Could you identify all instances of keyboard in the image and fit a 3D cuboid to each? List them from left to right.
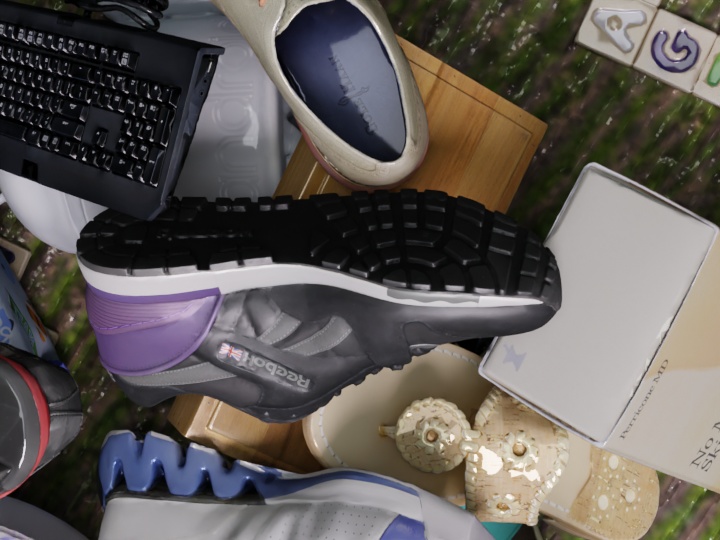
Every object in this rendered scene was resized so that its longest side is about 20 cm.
[{"bbox_3d":[-0.139,-0.093,0.670,0.199,0.039,0.105,18,89,44],"label":"keyboard"}]

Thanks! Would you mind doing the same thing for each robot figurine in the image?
[{"bbox_3d":[-0.096,-0.067,0.757,0.197,0.113,0.172,-3,75,5],"label":"robot figurine"}]

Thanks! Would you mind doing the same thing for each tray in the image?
[{"bbox_3d":[0.000,0.000,0.706,0.098,0.037,0.202,26,90,-24],"label":"tray"}]

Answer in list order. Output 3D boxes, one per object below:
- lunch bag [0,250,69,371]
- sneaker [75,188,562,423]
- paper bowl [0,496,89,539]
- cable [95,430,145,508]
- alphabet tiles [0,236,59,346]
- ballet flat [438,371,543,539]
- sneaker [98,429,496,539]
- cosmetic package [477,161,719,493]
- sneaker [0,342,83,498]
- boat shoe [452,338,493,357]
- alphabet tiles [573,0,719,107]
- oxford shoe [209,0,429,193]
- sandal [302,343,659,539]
[{"bbox_3d":[-0.274,0.034,0.767,0.199,0.124,0.171,-31,89,-3],"label":"lunch bag"},{"bbox_3d":[-0.015,0.020,0.639,0.197,0.076,0.088,2,122,9],"label":"sneaker"},{"bbox_3d":[-0.192,0.186,0.748,0.198,0.105,0.202,8,136,8],"label":"paper bowl"},{"bbox_3d":[-0.070,0.154,0.755,0.199,0.050,0.098,27,100,47],"label":"cable"},{"bbox_3d":[-0.262,0.060,0.829,0.165,0.006,0.202,25,93,4],"label":"alphabet tiles"},{"bbox_3d":[0.058,0.140,0.760,0.069,0.070,0.202,-21,102,5],"label":"ballet flat"},{"bbox_3d":[-0.040,0.144,0.656,0.197,0.081,0.116,6,68,26],"label":"sneaker"},{"bbox_3d":[0.147,0.037,0.691,0.071,0.199,0.106,30,95,37],"label":"cosmetic package"},{"bbox_3d":[-0.209,0.073,0.678,0.198,0.098,0.072,-10,91,20],"label":"sneaker"},{"bbox_3d":[0.061,0.021,0.769,0.198,0.062,0.076,13,92,5],"label":"boat shoe"},{"bbox_3d":[0.224,-0.176,0.778,0.166,0.008,0.202,24,94,5],"label":"alphabet tiles"},{"bbox_3d":[-0.030,-0.125,0.633,0.071,0.074,0.201,-36,93,-2],"label":"oxford shoe"},{"bbox_3d":[0.078,0.081,0.695,0.210,0.069,0.079,22,74,-34],"label":"sandal"}]
